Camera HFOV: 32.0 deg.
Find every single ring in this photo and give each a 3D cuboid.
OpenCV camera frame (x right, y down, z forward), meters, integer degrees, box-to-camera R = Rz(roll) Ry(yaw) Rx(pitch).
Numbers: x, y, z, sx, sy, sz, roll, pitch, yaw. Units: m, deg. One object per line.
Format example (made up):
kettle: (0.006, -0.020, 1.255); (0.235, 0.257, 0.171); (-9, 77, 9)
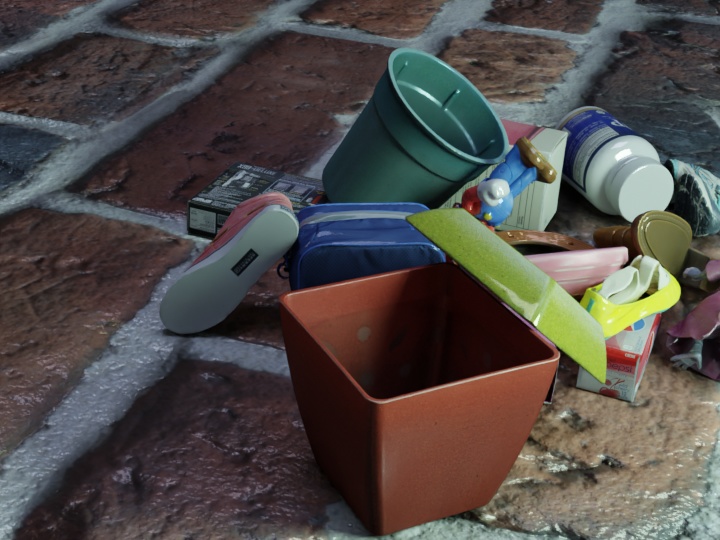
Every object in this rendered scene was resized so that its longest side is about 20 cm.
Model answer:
ring: (0.234, -0.003, 1.641); (0.197, 0.020, 0.201); (2, 27, -1)

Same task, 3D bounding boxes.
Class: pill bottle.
pill bottle: (0.368, -0.151, 1.834); (0.118, 0.121, 0.200); (-6, 29, -18)

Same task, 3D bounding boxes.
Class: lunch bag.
lunch bag: (0.000, 0.000, 1.473); (0.196, 0.138, 0.133); (0, 27, -4)

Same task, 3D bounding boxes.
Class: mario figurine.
mario figurine: (0.164, -0.062, 1.565); (0.123, 0.200, 0.106); (41, 12, -26)

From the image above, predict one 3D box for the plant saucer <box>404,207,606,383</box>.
plant saucer: (0.161, 0.015, 1.280); (0.199, 0.048, 0.200); (42, 4, 37)

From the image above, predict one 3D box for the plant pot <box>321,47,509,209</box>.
plant pot: (0.060, -0.153, 1.663); (0.199, 0.196, 0.202); (28, 36, -22)

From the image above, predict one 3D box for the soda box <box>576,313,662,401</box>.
soda box: (0.308, 0.071, 1.460); (0.069, 0.064, 0.200); (13, 29, 17)

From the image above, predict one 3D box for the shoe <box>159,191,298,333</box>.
shoe: (-0.153, -0.011, 1.467); (0.200, 0.072, 0.091); (-42, 18, 8)

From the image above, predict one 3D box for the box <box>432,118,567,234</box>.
box: (0.181, -0.142, 1.781); (0.197, 0.130, 0.109); (14, 27, 17)

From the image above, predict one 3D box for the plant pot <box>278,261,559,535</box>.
plant pot: (0.045, 0.128, 1.188); (0.197, 0.179, 0.200); (-10, 31, -26)

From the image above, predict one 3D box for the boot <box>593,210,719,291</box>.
boot: (0.356, -0.034, 1.602); (0.154, 0.074, 0.199); (25, -5, 47)

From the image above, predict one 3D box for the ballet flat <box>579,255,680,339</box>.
ballet flat: (0.308, 0.021, 1.411); (0.066, 0.068, 0.199); (28, 35, 34)

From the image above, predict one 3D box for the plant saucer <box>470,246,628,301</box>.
plant saucer: (0.217, 0.006, 1.480); (0.197, 0.052, 0.201); (-6, 1, 0)

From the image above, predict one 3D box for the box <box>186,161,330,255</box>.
box: (-0.116, -0.083, 1.712); (0.197, 0.050, 0.158); (12, 28, 15)

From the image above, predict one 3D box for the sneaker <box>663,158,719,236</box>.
sneaker: (0.501, -0.110, 1.824); (0.085, 0.079, 0.201); (5, 27, -5)

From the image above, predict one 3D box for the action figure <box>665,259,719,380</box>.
action figure: (0.436, 0.030, 1.455); (0.133, 0.150, 0.201); (31, 62, 13)

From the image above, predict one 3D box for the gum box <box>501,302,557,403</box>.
gum box: (0.108, 0.090, 1.389); (0.197, 0.067, 0.114); (1, 26, -7)
